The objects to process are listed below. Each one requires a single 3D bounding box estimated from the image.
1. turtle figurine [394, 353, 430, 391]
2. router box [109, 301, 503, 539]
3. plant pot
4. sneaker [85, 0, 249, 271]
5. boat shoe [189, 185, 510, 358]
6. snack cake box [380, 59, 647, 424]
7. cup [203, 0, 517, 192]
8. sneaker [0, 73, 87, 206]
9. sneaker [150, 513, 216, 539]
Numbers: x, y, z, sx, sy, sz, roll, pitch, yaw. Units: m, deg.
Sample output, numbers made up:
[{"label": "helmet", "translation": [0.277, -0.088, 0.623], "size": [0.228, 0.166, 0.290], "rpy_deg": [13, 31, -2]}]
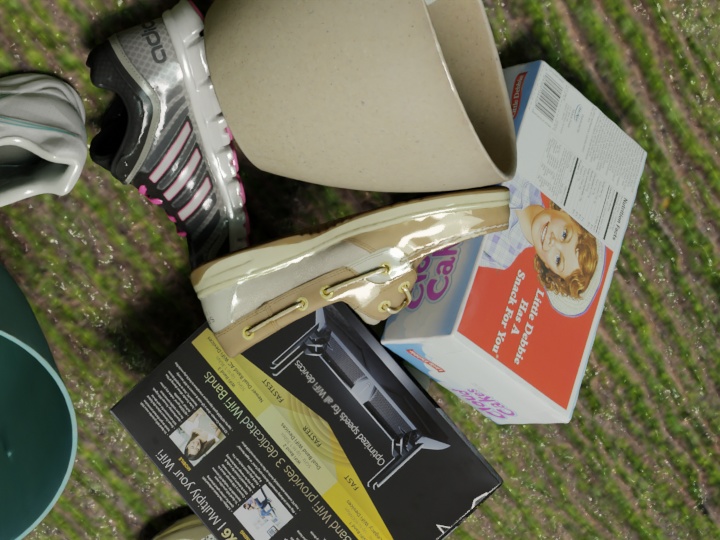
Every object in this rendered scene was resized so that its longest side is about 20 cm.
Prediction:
[{"label": "turtle figurine", "translation": [-0.025, 0.095, 1.292], "size": [0.143, 0.200, 0.194], "rpy_deg": [-28, 106, 35]}, {"label": "router box", "translation": [-0.033, 0.110, 1.179], "size": [0.157, 0.052, 0.200], "rpy_deg": [-41, 81, 2]}, {"label": "plant pot", "translation": [-0.279, 0.059, 1.124], "size": [0.199, 0.161, 0.202], "rpy_deg": [-9, 127, -12]}, {"label": "sneaker", "translation": [-0.120, -0.066, 1.160], "size": [0.087, 0.074, 0.201], "rpy_deg": [-13, 123, -6]}, {"label": "boat shoe", "translation": [0.000, 0.000, 1.129], "size": [0.199, 0.074, 0.067], "rpy_deg": [-17, 91, 10]}, {"label": "snack cake box", "translation": [0.101, -0.017, 1.198], "size": [0.115, 0.067, 0.201], "rpy_deg": [36, 62, -34]}, {"label": "cup", "translation": [-0.007, -0.129, 1.101], "size": [0.142, 0.201, 0.201], "rpy_deg": [-16, 127, 15]}, {"label": "sneaker", "translation": [-0.257, -0.067, 1.107], "size": [0.199, 0.080, 0.071], "rpy_deg": [-11, 126, -10]}, {"label": "sneaker", "translation": [-0.064, 0.232, 1.355], "size": [0.199, 0.089, 0.077], "rpy_deg": [18, 114, -27]}]
